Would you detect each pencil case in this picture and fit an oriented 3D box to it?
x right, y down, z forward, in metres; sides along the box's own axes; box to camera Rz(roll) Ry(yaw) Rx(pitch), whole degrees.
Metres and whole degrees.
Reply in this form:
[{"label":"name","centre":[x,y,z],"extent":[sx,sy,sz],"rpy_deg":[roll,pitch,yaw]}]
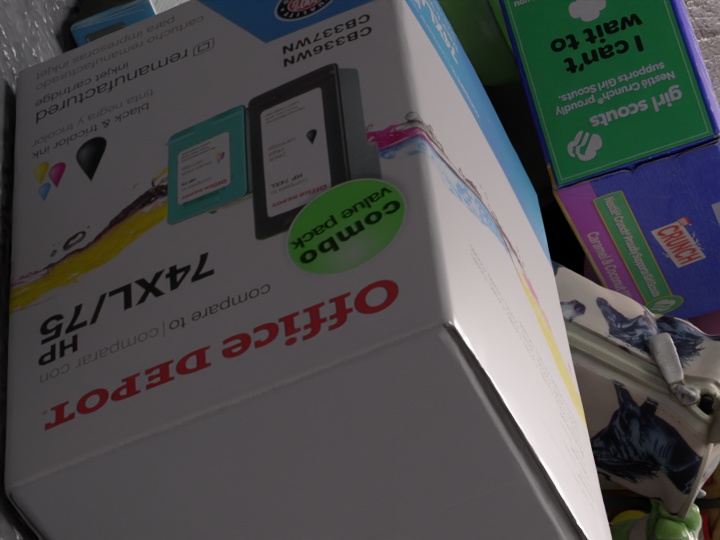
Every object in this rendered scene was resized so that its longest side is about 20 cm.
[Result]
[{"label":"pencil case","centre":[0.055,0.024,0.950],"extent":[0.089,0.200,0.078],"rpy_deg":[110,4,-63]}]

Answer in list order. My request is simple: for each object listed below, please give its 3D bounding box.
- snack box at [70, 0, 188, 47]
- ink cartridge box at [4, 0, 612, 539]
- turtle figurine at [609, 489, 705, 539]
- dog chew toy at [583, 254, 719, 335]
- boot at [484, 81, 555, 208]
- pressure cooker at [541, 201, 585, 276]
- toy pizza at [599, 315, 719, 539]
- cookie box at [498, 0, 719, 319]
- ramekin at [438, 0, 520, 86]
[{"label":"snack box","centre":[-0.066,-0.087,1.006],"extent":[0.200,0.037,0.116],"rpy_deg":[-81,150,-66]},{"label":"ink cartridge box","centre":[-0.018,0.020,0.789],"extent":[0.200,0.146,0.146],"rpy_deg":[-98,162,-48]},{"label":"turtle figurine","centre":[0.062,0.110,1.001],"extent":[0.144,0.200,0.194],"rpy_deg":[26,34,-17]},{"label":"dog chew toy","centre":[0.185,0.030,1.145],"extent":[0.125,0.124,0.200],"rpy_deg":[57,5,-40]},{"label":"boot","centre":[0.054,-0.117,1.207],"extent":[0.200,0.138,0.077],"rpy_deg":[64,13,-10]},{"label":"pressure cooker","centre":[0.107,-0.042,1.347],"extent":[0.179,0.176,0.200],"rpy_deg":[52,12,3]},{"label":"toy pizza","centre":[0.105,0.109,1.118],"extent":[0.032,0.200,0.201],"rpy_deg":[8,56,-37]},{"label":"cookie box","centre":[0.109,-0.096,1.055],"extent":[0.171,0.075,0.200],"rpy_deg":[54,19,-62]},{"label":"ramekin","centre":[-0.005,-0.162,1.080],"extent":[0.200,0.097,0.201],"rpy_deg":[-20,90,-82]}]
